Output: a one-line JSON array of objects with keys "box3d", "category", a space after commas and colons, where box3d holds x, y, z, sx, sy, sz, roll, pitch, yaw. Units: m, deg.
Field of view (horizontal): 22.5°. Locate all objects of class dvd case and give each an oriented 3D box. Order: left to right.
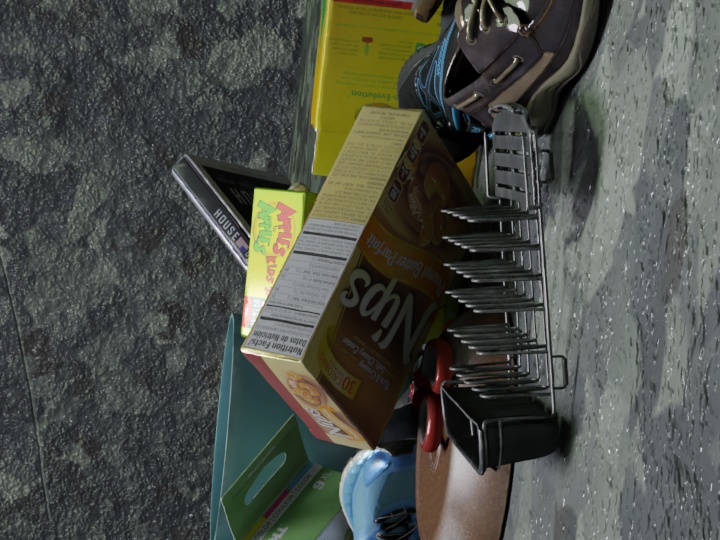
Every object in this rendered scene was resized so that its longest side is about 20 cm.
[{"box3d": [-0.047, -0.006, 1.411, 0.025, 0.200, 0.150, -46, -23, 18], "category": "dvd case"}]

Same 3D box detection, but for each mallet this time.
[{"box3d": [0.032, 0.198, 1.446, 0.066, 0.041, 0.201, -94, 8, -59], "category": "mallet"}]

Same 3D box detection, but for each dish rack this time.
[{"box3d": [0.077, 0.005, 1.036, 0.153, 0.054, 0.201, -145, 52, -82], "category": "dish rack"}]

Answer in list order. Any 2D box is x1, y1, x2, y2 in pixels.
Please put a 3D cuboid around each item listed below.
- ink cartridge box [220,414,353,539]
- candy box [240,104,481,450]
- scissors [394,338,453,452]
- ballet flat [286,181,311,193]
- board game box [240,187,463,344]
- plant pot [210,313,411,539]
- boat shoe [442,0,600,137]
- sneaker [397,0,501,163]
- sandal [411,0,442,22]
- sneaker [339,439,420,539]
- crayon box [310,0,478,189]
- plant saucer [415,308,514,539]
[{"box3d": [-0.037, 0.224, 1.434, 0.104, 0.059, 0.201, -47, -42, -35], "category": "ink cartridge box"}, {"box3d": [0.006, 0.004, 1.210, 0.116, 0.055, 0.201, 53, -126, -46], "category": "candy box"}, {"box3d": [0.042, 0.076, 1.247, 0.200, 0.014, 0.074, -138, 53, -84], "category": "scissors"}, {"box3d": [0.006, -0.017, 1.385, 0.070, 0.200, 0.071, -19, 60, 38], "category": "ballet flat"}, {"box3d": [0.000, 0.000, 1.290, 0.200, 0.047, 0.102, 3, -87, -54], "category": "board game box"}, {"box3d": [-0.041, 0.145, 1.560, 0.201, 0.160, 0.202, -174, 90, -83], "category": "plant pot"}, {"box3d": [0.089, -0.140, 1.040, 0.200, 0.073, 0.075, 106, 167, -59], "category": "boat shoe"}, {"box3d": [0.066, -0.116, 1.225, 0.200, 0.073, 0.082, 108, 166, -63], "category": "sneaker"}, {"box3d": [0.046, -0.239, 1.205, 0.082, 0.054, 0.201, 117, 166, -47], "category": "sandal"}, {"box3d": [0.031, 0.215, 1.357, 0.090, 0.078, 0.201, -121, 28, -55], "category": "sneaker"}, {"box3d": [0.032, -0.166, 1.334, 0.051, 0.126, 0.201, -119, 35, -79], "category": "crayon box"}, {"box3d": [0.065, 0.115, 1.211, 0.200, 0.036, 0.202, -174, 90, -83], "category": "plant saucer"}]
